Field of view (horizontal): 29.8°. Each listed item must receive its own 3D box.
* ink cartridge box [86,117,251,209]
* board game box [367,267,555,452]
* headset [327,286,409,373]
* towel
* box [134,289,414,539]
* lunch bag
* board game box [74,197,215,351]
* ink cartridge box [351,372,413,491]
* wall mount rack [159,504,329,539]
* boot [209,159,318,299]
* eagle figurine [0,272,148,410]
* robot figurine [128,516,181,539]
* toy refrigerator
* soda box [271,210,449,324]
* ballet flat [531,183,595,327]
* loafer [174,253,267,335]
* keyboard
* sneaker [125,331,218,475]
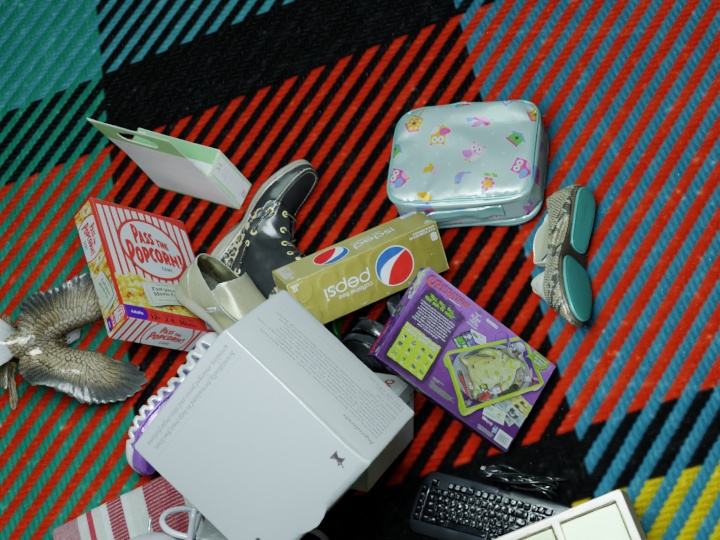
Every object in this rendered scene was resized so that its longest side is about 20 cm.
[{"bbox_3d":[-0.251,-0.156,1.795,0.145,0.200,0.048,17,72,29],"label":"ink cartridge box"},{"bbox_3d":[0.117,0.101,1.525,0.120,0.200,0.032,-56,19,-11],"label":"board game box"},{"bbox_3d":[0.034,0.063,1.619,0.123,0.094,0.200,-38,42,-10],"label":"headset"},{"bbox_3d":[-0.272,0.335,1.640,0.200,0.023,0.144,-26,56,6],"label":"towel"},{"bbox_3d":[-0.090,0.167,1.417,0.200,0.131,0.199,43,120,5],"label":"box"},{"bbox_3d":[0.132,-0.128,1.701,0.200,0.077,0.161,-3,63,20],"label":"lunch bag"},{"bbox_3d":[-0.274,0.008,1.743,0.046,0.151,0.200,-45,51,28],"label":"board game box"},{"bbox_3d":[-0.053,0.173,1.560,0.200,0.083,0.147,7,22,24],"label":"ink cartridge box"},{"bbox_3d":[-0.126,0.263,1.567,0.200,0.075,0.174,10,24,-1],"label":"wall mount rack"},{"bbox_3d":[-0.092,-0.032,1.740,0.200,0.073,0.151,-49,55,-4],"label":"boot"},{"bbox_3d":[-0.390,0.091,1.762,0.200,0.152,0.151,-6,40,24],"label":"eagle figurine"},{"bbox_3d":[-0.221,0.380,1.524,0.169,0.113,0.200,-25,69,-21],"label":"robot figurine"},{"bbox_3d":[0.199,0.303,1.424,0.200,0.070,0.076,-24,71,11],"label":"toy refrigerator"},{"bbox_3d":[0.000,0.000,1.624,0.200,0.068,0.064,-23,23,-13],"label":"soda box"},{"bbox_3d":[0.238,-0.011,1.610,0.075,0.068,0.200,-20,49,37],"label":"ballet flat"},{"bbox_3d":[-0.151,0.043,1.667,0.200,0.068,0.076,29,33,28],"label":"loafer"},{"bbox_3d":[0.152,0.261,1.500,0.200,0.040,0.104,11,68,25],"label":"keyboard"},{"bbox_3d":[-0.206,0.174,1.672,0.088,0.081,0.200,32,76,24],"label":"sneaker"}]
